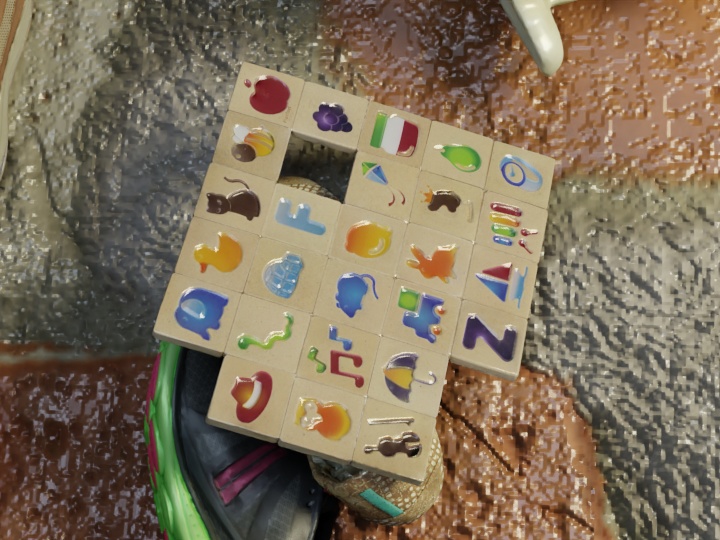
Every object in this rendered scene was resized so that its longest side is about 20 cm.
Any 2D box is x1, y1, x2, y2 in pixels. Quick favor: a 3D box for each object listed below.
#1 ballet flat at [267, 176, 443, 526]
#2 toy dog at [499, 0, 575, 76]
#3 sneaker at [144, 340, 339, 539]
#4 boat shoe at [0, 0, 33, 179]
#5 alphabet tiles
[{"bbox_3d":[-0.018,0.028,0.760,0.070,0.065,0.200,-37,60,17],"label":"ballet flat"},{"bbox_3d":[0.143,-0.216,0.790,0.200,0.140,0.194,-24,35,5],"label":"toy dog"},{"bbox_3d":[-0.056,0.108,0.768,0.084,0.077,0.200,-9,72,-15],"label":"sneaker"},{"bbox_3d":[-0.224,-0.133,0.857,0.076,0.072,0.200,-6,74,9],"label":"boat shoe"},{"bbox_3d":[0.000,0.000,0.746,0.167,0.008,0.200,17,56,-4],"label":"alphabet tiles"}]
